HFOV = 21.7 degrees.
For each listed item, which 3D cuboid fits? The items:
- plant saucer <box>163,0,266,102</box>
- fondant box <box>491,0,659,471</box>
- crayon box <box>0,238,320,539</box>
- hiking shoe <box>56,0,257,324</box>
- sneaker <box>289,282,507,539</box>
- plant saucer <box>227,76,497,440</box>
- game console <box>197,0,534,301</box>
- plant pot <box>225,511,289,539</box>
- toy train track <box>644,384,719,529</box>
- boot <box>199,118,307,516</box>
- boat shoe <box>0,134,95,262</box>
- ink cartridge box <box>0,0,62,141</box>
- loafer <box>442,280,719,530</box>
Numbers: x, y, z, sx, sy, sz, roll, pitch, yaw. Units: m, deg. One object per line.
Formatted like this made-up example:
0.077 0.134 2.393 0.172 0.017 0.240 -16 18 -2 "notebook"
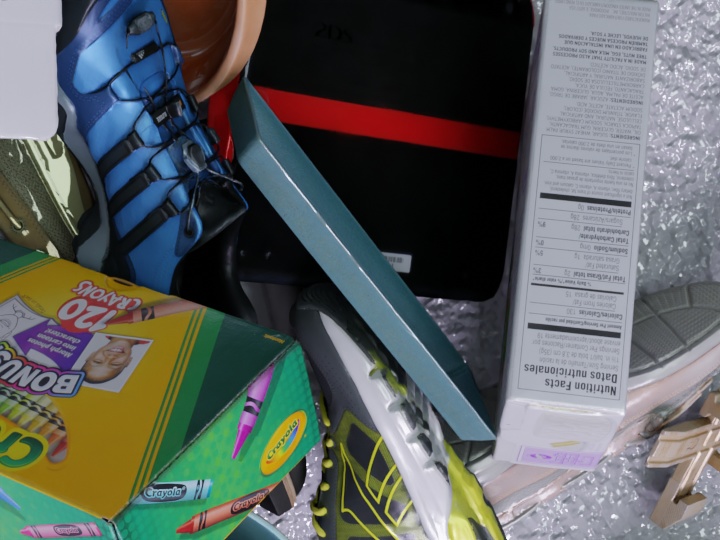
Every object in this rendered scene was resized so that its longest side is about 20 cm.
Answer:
-0.112 -0.170 0.851 0.032 0.199 0.202 -34 104 -36 "plant saucer"
0.103 -0.015 0.920 0.058 0.144 0.202 7 74 3 "fondant box"
-0.131 0.059 0.798 0.119 0.199 0.059 -44 136 -36 "crayon box"
-0.083 -0.052 0.815 0.074 0.086 0.202 -44 141 -39 "hiking shoe"
0.005 0.102 0.928 0.084 0.075 0.201 -23 107 13 "sneaker"
0.000 0.000 0.878 0.019 0.070 0.200 -34 118 10 "plant saucer"
0.007 -0.079 0.938 0.199 0.031 0.179 5 94 -41 "game console"
-0.121 0.186 0.890 0.198 0.161 0.203 -1 95 -17 "plant pot"
0.213 0.058 0.997 0.114 0.032 0.201 -9 128 -52 "toy train track"
-0.032 0.008 0.954 0.138 0.077 0.202 -27 111 -25 "boot"
-0.147 0.006 0.914 0.063 0.073 0.202 -24 98 -12 "boat shoe"
-0.179 -0.148 0.720 0.115 0.068 0.202 0 87 -27 "ink cartridge box"
0.124 0.076 1.013 0.199 0.072 0.063 -29 120 -6 "loafer"
